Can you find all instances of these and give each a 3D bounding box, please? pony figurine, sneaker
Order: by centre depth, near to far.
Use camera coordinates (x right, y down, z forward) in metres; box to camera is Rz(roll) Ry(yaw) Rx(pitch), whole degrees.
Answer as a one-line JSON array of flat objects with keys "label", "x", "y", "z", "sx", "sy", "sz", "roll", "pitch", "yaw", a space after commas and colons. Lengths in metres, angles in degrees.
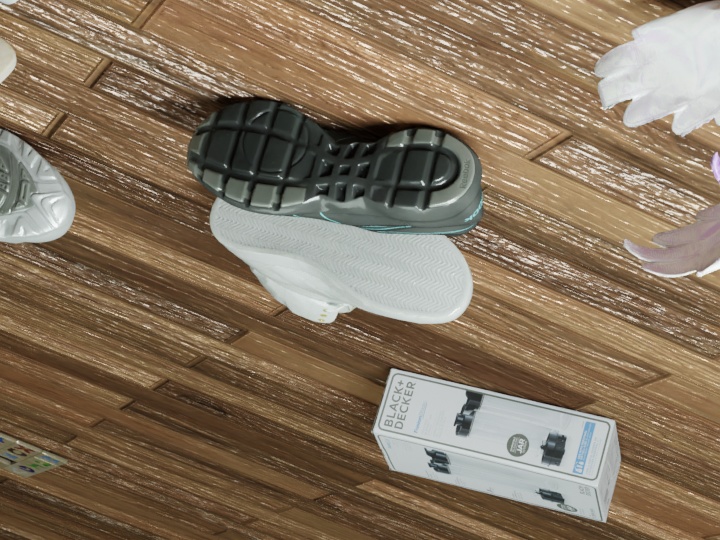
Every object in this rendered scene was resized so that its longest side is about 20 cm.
[{"label": "pony figurine", "x": 0.226, "y": -0.067, "z": 1.058, "sx": 0.192, "sy": 0.167, "sz": 0.200, "roll": -29, "pitch": 136, "yaw": 21}, {"label": "sneaker", "x": -0.015, "y": -0.054, "z": 1.380, "sx": 0.198, "sy": 0.076, "sz": 0.079, "roll": 11, "pitch": 163, "yaw": 19}, {"label": "sneaker", "x": 0.000, "y": 0.000, "z": 1.533, "sx": 0.199, "sy": 0.074, "sz": 0.116, "roll": 20, "pitch": 165, "yaw": 23}, {"label": "sneaker", "x": -0.283, "y": -0.061, "z": 1.618, "sx": 0.199, "sy": 0.078, "sz": 0.099, "roll": 18, "pitch": 170, "yaw": 28}]

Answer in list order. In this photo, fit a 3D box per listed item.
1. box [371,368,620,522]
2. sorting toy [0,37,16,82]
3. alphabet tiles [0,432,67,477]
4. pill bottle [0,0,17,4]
[{"label": "box", "x": 0.117, "y": 0.149, "z": 1.849, "sx": 0.198, "sy": 0.061, "sz": 0.117, "roll": 12, "pitch": 160, "yaw": 15}, {"label": "sorting toy", "x": -0.330, "y": -0.177, "z": 1.323, "sx": 0.179, "sy": 0.107, "sz": 0.200, "roll": 32, "pitch": 166, "yaw": 20}, {"label": "alphabet tiles", "x": -0.464, "y": 0.202, "z": 2.593, "sx": 0.199, "sy": 0.008, "sz": 0.167, "roll": 24, "pitch": 160, "yaw": -19}, {"label": "pill bottle", "x": -0.245, "y": -0.212, "z": 1.081, "sx": 0.199, "sy": 0.113, "sz": 0.112, "roll": 27, "pitch": 159, "yaw": -26}]
